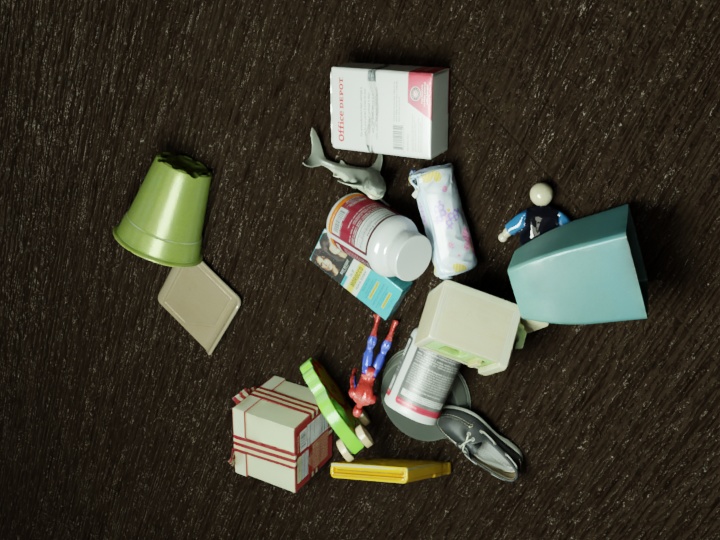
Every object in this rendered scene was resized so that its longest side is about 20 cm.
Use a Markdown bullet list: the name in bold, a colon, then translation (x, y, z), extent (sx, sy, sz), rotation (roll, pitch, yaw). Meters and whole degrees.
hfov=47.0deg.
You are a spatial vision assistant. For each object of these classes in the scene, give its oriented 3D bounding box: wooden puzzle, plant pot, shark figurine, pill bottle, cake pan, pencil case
- **wooden puzzle**: translation (-0.365, 0.065, 1.882), extent (0.200, 0.037, 0.186), rotation (46, 125, 13)
- **plant pot**: translation (0.349, 0.003, 1.336), extent (0.197, 0.141, 0.143), rotation (-13, 108, 25)
- **shark figurine**: translation (-0.002, -0.194, 1.552), extent (0.213, 0.127, 0.091), rotation (33, 98, 37)
- **pill bottle**: translation (0.130, 0.175, 1.546), extent (0.109, 0.110, 0.203), rotation (24, 93, 20)
- **cake pan**: translation (0.124, 0.254, 1.657), extent (0.197, 0.037, 0.204), rotation (11, 114, 27)
- **plant pot**: translation (-0.400, -0.139, 1.744), extent (0.198, 0.199, 0.192), rotation (29, 109, 18)
- **pill bottle**: translation (0.035, -0.058, 1.502), extent (0.199, 0.112, 0.115), rotation (33, 126, 45)
- **pencil case**: translation (0.147, -0.090, 1.477), extent (0.082, 0.091, 0.203), rotation (-10, 104, 32)

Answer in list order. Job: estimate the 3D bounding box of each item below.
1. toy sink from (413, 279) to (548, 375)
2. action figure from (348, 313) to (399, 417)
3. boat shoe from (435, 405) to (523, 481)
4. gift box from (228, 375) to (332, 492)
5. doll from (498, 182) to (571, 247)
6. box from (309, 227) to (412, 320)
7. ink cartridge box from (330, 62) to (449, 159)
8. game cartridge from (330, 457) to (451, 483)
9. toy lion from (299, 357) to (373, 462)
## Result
- **toy sink**: translation (0.208, 0.111, 1.436), extent (0.197, 0.130, 0.114), rotation (20, 77, -5)
- **action figure**: translation (0.020, 0.193, 1.655), extent (0.064, 0.099, 0.203), rotation (18, 84, -2)
- **boat shoe**: translation (0.224, 0.334, 1.586), extent (0.199, 0.060, 0.074), rotation (37, 119, -3)
- **gift box**: translation (-0.183, 0.347, 1.784), extent (0.184, 0.199, 0.188), rotation (12, 110, 28)
- **doll**: translation (0.304, -0.050, 1.421), extent (0.134, 0.048, 0.204), rotation (6, 111, 19)
- **box**: translation (0.000, 0.000, 1.625), extent (0.199, 0.049, 0.083), rotation (38, 123, 13)
- **ink cartridge box**: translation (0.051, -0.285, 1.462), extent (0.197, 0.084, 0.147), rotation (11, 114, 26)
- **game cartridge**: translation (0.064, 0.398, 1.655), extent (0.174, 0.199, 0.033), rotation (-4, 79, 32)
- **toy lion**: translation (-0.056, 0.269, 1.686), extent (0.068, 0.200, 0.193), rotation (-36, 99, 3)
